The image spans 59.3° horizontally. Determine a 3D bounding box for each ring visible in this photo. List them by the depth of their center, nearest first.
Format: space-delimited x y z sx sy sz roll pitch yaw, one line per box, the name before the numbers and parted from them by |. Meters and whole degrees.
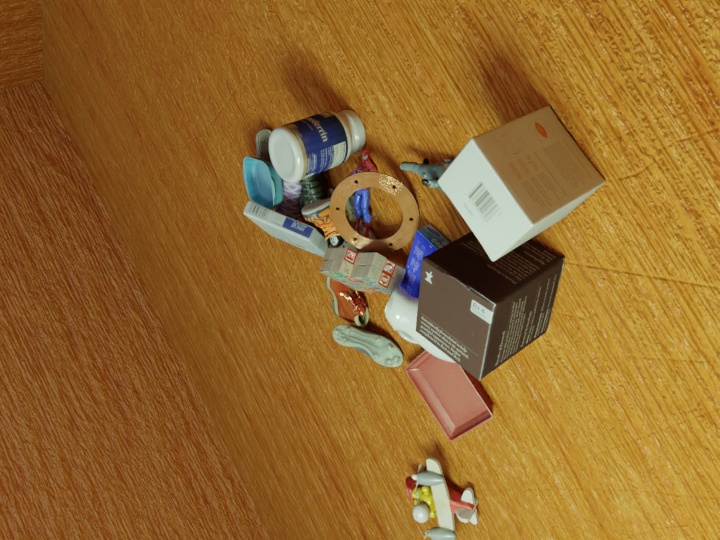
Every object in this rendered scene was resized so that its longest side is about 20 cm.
ring | 0.030 -0.124 1.351 0.194 0.019 0.204 7 129 9

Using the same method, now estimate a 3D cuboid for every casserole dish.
casserole dish | -0.246 -0.227 1.612 0.199 0.038 0.125 27 128 55

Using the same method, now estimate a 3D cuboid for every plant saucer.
plant saucer | 0.204 0.266 1.433 0.202 0.036 0.200 56 146 13

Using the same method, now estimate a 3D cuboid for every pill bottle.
pill bottle | -0.089 -0.272 1.353 0.115 0.197 0.118 31 135 38

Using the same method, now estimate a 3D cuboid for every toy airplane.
toy airplane | 0.192 0.575 1.555 0.202 0.139 0.201 52 145 19

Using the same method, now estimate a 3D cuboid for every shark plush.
shark plush | 0.149 -0.178 1.177 0.199 0.082 0.092 42 141 32

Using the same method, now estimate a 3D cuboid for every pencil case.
pencil case | -0.179 -0.222 1.620 0.085 0.084 0.203 56 147 35

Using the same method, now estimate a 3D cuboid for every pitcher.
pitcher | 0.158 0.123 1.314 0.196 0.123 0.173 18 155 21

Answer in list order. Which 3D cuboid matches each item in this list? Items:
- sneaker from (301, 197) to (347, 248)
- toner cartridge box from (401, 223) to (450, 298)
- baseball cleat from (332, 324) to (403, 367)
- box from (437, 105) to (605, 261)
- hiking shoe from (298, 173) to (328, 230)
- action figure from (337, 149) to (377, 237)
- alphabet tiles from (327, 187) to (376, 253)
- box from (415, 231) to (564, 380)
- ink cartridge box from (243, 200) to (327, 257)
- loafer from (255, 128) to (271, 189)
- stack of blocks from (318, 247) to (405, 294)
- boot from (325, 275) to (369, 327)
sneaker | -0.068 -0.106 1.437 0.076 0.200 0.115 -11 98 19
toner cartridge box | 0.142 0.010 1.348 0.095 0.043 0.203 44 142 27
baseball cleat | 0.027 0.181 1.613 0.196 0.106 0.071 25 99 14
box | 0.244 -0.135 0.960 0.154 0.197 0.107 56 145 12
hiking shoe | -0.106 -0.197 1.540 0.101 0.074 0.203 51 155 34
action figure | -0.013 -0.164 1.398 0.065 0.097 0.205 29 121 39
alphabet tiles | -0.027 -0.100 1.545 0.196 0.014 0.203 49 144 28
box | 0.223 0.044 1.110 0.165 0.197 0.168 36 138 37
ink cartridge box | -0.178 -0.101 1.615 0.192 0.044 0.200 22 174 16
loafer | -0.249 -0.281 1.712 0.063 0.070 0.206 -144 46 -63
stack of blocks | 0.000 0.000 1.420 0.113 0.060 0.199 28 168 -26
boot | -0.025 0.059 1.589 0.106 0.075 0.203 34 151 34
